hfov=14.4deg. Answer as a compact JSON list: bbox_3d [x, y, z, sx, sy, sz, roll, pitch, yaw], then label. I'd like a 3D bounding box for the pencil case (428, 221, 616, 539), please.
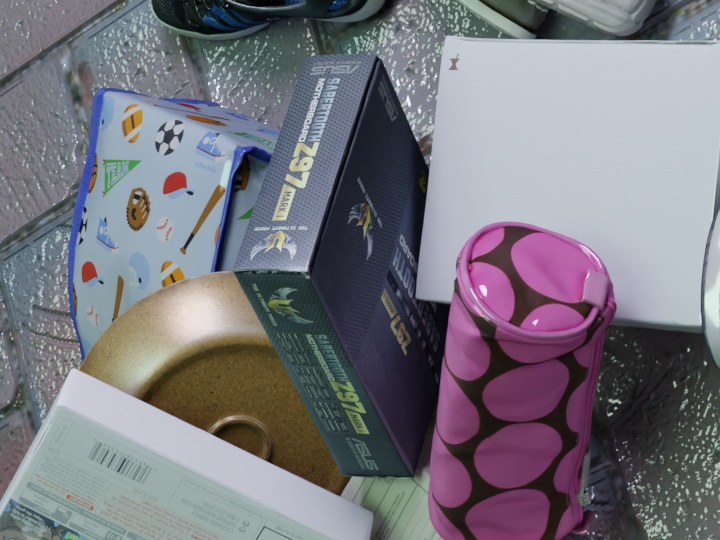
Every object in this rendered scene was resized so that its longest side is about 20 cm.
[{"bbox_3d":[0.090,0.068,1.550,0.093,0.091,0.200,17,138,13],"label":"pencil case"}]

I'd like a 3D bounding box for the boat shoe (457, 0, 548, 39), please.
[{"bbox_3d":[0.048,-0.216,1.733,0.060,0.072,0.202,-48,65,8],"label":"boat shoe"}]

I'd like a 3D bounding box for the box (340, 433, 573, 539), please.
[{"bbox_3d":[0.074,0.185,1.656,0.200,0.078,0.095,41,111,36],"label":"box"}]

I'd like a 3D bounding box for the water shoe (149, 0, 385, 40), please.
[{"bbox_3d":[-0.074,-0.193,1.827,0.200,0.079,0.072,-3,82,40],"label":"water shoe"}]

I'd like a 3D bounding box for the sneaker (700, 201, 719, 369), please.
[{"bbox_3d":[0.271,-0.028,1.484,0.146,0.077,0.203,11,63,37],"label":"sneaker"}]

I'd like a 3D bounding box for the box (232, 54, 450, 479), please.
[{"bbox_3d":[0.000,0.000,1.617,0.051,0.200,0.158,1,52,24],"label":"box"}]

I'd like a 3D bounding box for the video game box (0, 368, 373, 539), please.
[{"bbox_3d":[-0.119,0.172,1.673,0.182,0.200,0.047,-58,10,31],"label":"video game box"}]

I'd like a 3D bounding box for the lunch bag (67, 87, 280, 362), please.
[{"bbox_3d":[-0.098,0.004,1.779,0.170,0.124,0.201,23,103,51],"label":"lunch bag"}]

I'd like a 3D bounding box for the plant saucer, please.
[{"bbox_3d":[-0.076,0.100,1.695,0.201,0.200,0.035,-63,18,15],"label":"plant saucer"}]

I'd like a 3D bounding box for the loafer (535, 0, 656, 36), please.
[{"bbox_3d":[0.084,-0.204,1.654,0.200,0.070,0.070,25,92,-5],"label":"loafer"}]

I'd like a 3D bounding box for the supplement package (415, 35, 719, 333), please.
[{"bbox_3d":[0.148,-0.047,1.604,0.200,0.111,0.156,5,88,41],"label":"supplement package"}]
